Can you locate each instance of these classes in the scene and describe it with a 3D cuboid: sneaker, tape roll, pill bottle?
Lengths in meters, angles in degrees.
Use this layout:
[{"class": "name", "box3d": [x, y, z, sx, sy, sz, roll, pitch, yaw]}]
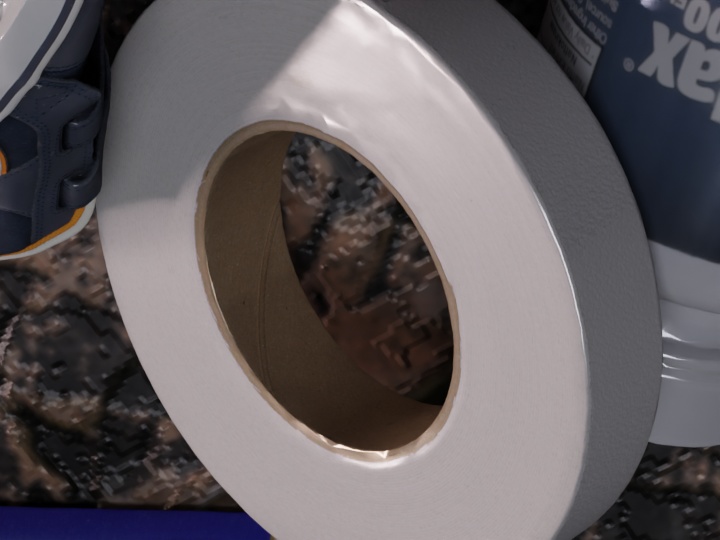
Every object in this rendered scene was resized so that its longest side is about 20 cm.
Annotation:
[{"class": "sneaker", "box3d": [-0.105, -0.057, 0.747, 0.079, 0.079, 0.200, 10, 157, -29]}, {"class": "tape roll", "box3d": [0.000, 0.000, 0.754, 0.202, 0.037, 0.204, 24, 127, 37]}, {"class": "pill bottle", "box3d": [0.109, -0.055, 0.735, 0.119, 0.120, 0.201, 14, 119, -4]}]

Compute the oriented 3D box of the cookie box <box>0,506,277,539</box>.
[{"class": "cookie box", "box3d": [-0.118, 0.155, 0.837, 0.199, 0.171, 0.075, 2, 122, 2]}]
